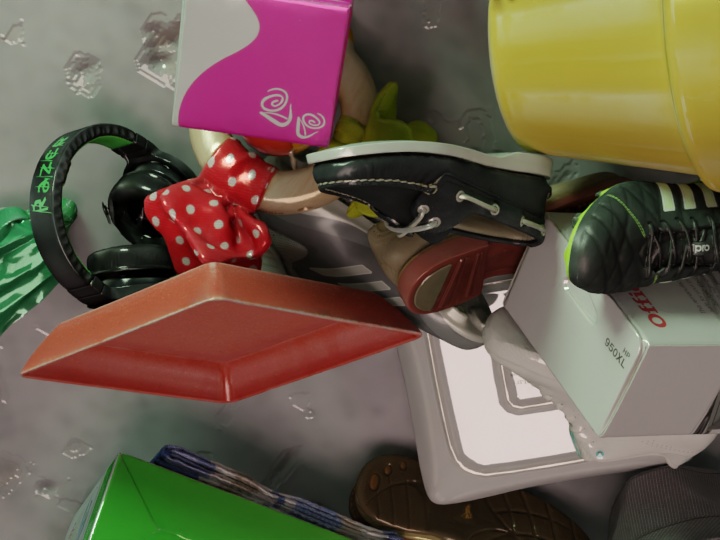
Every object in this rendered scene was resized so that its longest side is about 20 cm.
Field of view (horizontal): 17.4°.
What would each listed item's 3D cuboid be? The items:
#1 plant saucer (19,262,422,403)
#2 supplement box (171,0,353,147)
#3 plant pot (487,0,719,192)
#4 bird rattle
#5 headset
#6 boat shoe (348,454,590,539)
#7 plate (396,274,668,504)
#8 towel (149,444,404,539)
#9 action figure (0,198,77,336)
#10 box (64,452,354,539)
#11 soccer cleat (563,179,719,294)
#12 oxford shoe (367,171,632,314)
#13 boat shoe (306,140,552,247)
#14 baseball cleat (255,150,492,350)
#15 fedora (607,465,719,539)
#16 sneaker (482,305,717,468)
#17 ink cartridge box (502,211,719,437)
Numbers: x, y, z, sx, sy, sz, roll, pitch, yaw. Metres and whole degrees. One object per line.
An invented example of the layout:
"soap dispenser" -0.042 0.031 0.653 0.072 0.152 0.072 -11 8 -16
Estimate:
"plant saucer" -0.095 0.042 1.588 0.199 0.037 0.200 -21 159 40
"supplement box" -0.056 -0.172 1.471 0.101 0.200 0.104 8 121 -2
"plant pot" 0.189 -0.146 1.491 0.188 0.201 0.201 -3 122 22
"bird rattle" -0.052 -0.082 1.572 0.199 0.164 0.113 -17 162 11
"headset" -0.158 -0.016 1.628 0.094 0.124 0.200 -13 141 40
"boat shoe" 0.085 0.199 1.768 0.200 0.072 0.068 22 151 -4
"plate" 0.126 0.067 1.681 0.199 0.032 0.201 -10 107 8
"towel" -0.077 0.191 1.756 0.199 0.024 0.147 22 153 -9
"action figure" -0.279 0.012 1.677 0.200 0.055 0.118 -35 112 13
"box" -0.118 0.234 1.730 0.199 0.097 0.177 21 155 -9
"soccer cleat" 0.206 -0.023 1.496 0.081 0.200 0.068 17 110 39
"oxford shoe" 0.097 -0.038 1.597 0.200 0.075 0.071 -18 143 -30
"boat shoe" 0.049 -0.046 1.469 0.200 0.076 0.061 2 86 -39
"baseball cleat" 0.000 0.000 1.642 0.200 0.070 0.106 42 124 4
"fedora" 0.238 0.202 1.725 0.177 0.091 0.200 -25 145 20
"sneaker" 0.161 0.091 1.623 0.200 0.075 0.089 21 121 -21
"ink cartridge box" 0.217 0.035 1.571 0.199 0.145 0.084 1 126 -32
